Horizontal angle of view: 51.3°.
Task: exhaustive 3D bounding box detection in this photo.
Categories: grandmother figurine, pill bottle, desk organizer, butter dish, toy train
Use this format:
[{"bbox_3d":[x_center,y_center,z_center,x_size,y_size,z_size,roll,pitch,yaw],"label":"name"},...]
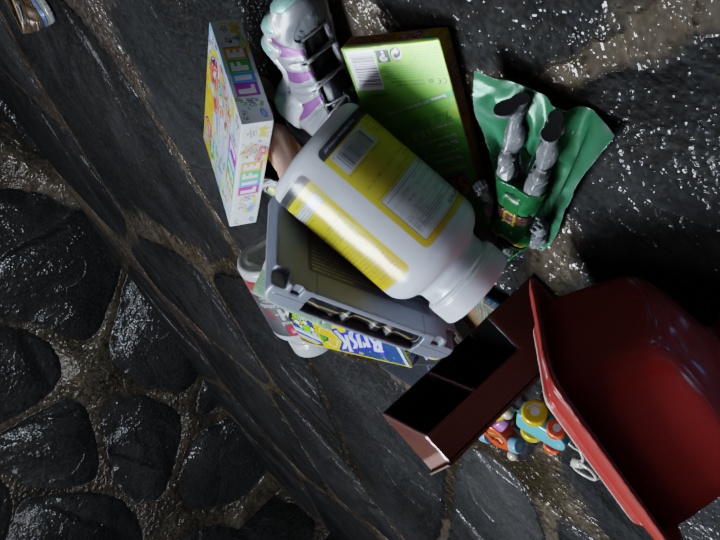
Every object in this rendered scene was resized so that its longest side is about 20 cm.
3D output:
[{"bbox_3d":[-0.092,-0.147,0.852,0.121,0.060,0.200,93,157,-52],"label":"grandmother figurine"},{"bbox_3d":[0.030,-0.046,0.672,0.200,0.112,0.112,40,159,-5],"label":"pill bottle"},{"bbox_3d":[0.121,0.100,0.735,0.077,0.200,0.072,47,159,10],"label":"desk organizer"},{"bbox_3d":[-0.108,0.043,1.200,0.111,0.111,0.200,25,148,46],"label":"pill bottle"},{"bbox_3d":[0.235,0.084,0.582,0.200,0.148,0.199,52,-161,-12],"label":"butter dish"},{"bbox_3d":[0.206,0.187,0.923,0.150,0.056,0.200,46,158,-24],"label":"toy train"}]

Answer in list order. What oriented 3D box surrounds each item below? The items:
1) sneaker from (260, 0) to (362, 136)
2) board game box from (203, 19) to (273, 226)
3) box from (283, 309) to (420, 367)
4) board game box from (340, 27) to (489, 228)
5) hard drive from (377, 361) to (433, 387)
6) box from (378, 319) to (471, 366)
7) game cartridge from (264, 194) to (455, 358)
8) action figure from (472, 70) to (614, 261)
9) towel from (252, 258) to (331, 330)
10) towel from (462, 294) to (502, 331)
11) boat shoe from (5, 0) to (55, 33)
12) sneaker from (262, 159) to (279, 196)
[{"bbox_3d":[-0.020,-0.180,0.727,0.140,0.078,0.200,42,167,15],"label":"sneaker"},{"bbox_3d":[-0.141,-0.158,0.839,0.200,0.034,0.135,115,139,-60],"label":"board game box"},{"bbox_3d":[-0.004,0.053,0.871,0.200,0.064,0.070,6,133,49],"label":"box"},{"bbox_3d":[0.058,-0.122,0.686,0.095,0.030,0.200,5,133,31],"label":"board game box"},{"bbox_3d":[0.085,0.124,1.054,0.200,0.042,0.135,24,147,46],"label":"hard drive"},{"bbox_3d":[0.028,0.029,0.912,0.200,0.044,0.160,54,151,-16],"label":"box"},{"bbox_3d":[0.000,0.000,0.721,0.200,0.134,0.040,22,136,-26],"label":"game cartridge"},{"bbox_3d":[0.136,-0.067,0.636,0.118,0.055,0.200,36,159,24],"label":"action figure"},{"bbox_3d":[-0.042,-0.047,0.841,0.023,0.200,0.152,22,179,-41],"label":"towel"},{"bbox_3d":[0.107,0.050,0.911,0.200,0.022,0.147,31,154,41],"label":"towel"},{"bbox_3d":[-0.635,-0.520,1.335,0.200,0.072,0.072,57,157,-18],"label":"boat shoe"},{"bbox_3d":[-0.092,-0.108,0.970,0.200,0.075,0.076,36,154,34],"label":"sneaker"}]
